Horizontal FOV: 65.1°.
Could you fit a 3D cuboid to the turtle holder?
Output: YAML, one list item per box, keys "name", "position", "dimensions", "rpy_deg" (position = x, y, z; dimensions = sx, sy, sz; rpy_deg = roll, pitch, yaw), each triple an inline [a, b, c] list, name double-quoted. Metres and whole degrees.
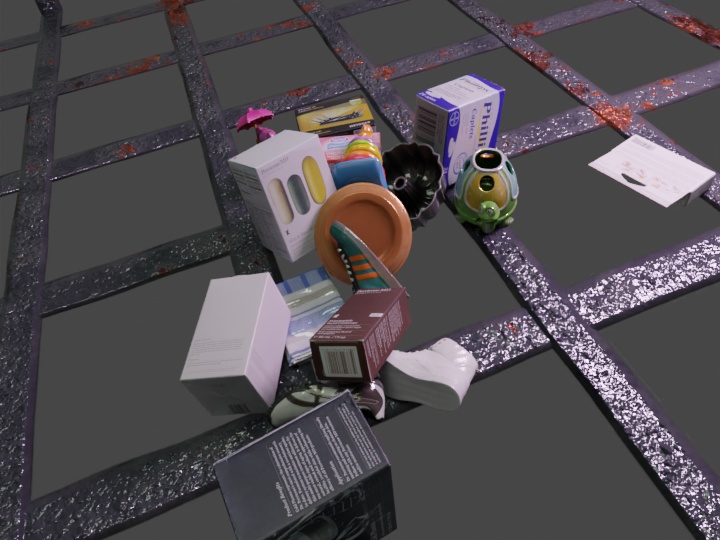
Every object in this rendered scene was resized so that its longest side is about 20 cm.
- name: "turtle holder"
  position: [0.255, -0.166, 1.176]
  dimensions: [0.138, 0.134, 0.186]
  rpy_deg: [24, 53, 27]

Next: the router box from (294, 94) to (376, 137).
- name: "router box"
  position: [-0.067, -0.385, 1.486]
  dimensions: [0.194, 0.053, 0.160]
  rpy_deg: [-14, 46, -5]

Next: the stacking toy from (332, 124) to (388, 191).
- name: "stacking toy"
  position: [0.005, -0.242, 1.195]
  dimensions: [0.106, 0.117, 0.204]
  rpy_deg: [-6, 50, 14]

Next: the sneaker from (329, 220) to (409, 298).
- name: "sneaker"
  position: [0.000, 0.000, 1.047]
  dimensions: [0.080, 0.071, 0.201]
  rpy_deg: [-42, 86, 3]

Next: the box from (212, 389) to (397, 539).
- name: "box"
  position: [-0.063, 0.297, 0.736]
  dimensions: [0.192, 0.203, 0.125]
  rpy_deg: [-24, 48, -15]

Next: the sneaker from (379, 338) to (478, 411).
- name: "sneaker"
  position: [0.097, 0.159, 0.946]
  dimensions: [0.195, 0.076, 0.115]
  rpy_deg: [15, 34, 29]

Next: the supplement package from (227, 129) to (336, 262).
- name: "supplement package"
  position: [-0.146, -0.156, 1.152]
  dimensions: [0.150, 0.204, 0.149]
  rpy_deg: [-32, 30, -22]

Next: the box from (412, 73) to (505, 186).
- name: "box"
  position: [0.215, -0.313, 1.266]
  dimensions: [0.197, 0.188, 0.104]
  rpy_deg: [-29, 47, -33]

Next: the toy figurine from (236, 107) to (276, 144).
- name: "toy figurine"
  position: [-0.222, -0.279, 1.317]
  dimensions: [0.148, 0.187, 0.199]
  rpy_deg: [-32, 51, -22]

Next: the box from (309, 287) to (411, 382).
- name: "box"
  position: [0.006, 0.100, 0.927]
  dimensions: [0.097, 0.077, 0.200]
  rpy_deg: [-4, 18, 25]

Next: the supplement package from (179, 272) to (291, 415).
- name: "supplement package"
  position: [-0.204, 0.124, 0.960]
  dimensions: [0.117, 0.121, 0.204]
  rpy_deg: [-6, 49, 15]

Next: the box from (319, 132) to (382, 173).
- name: "box"
  position: [-0.045, -0.247, 1.318]
  dimensions: [0.193, 0.104, 0.096]
  rpy_deg: [-5, 45, 5]

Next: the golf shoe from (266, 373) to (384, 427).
- name: "golf shoe"
  position: [-0.054, 0.224, 0.892]
  dimensions: [0.195, 0.078, 0.097]
  rpy_deg: [-20, 58, 3]

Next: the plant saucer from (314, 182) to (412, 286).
- name: "plant saucer"
  position: [0.005, -0.070, 1.100]
  dimensions: [0.193, 0.037, 0.207]
  rpy_deg: [0, 89, 0]

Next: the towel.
- name: "towel"
  position: [-0.098, 0.080, 1.072]
  dimensions: [0.143, 0.024, 0.202]
  rpy_deg: [-21, 47, -12]

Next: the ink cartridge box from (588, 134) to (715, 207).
- name: "ink cartridge box"
  position: [0.622, -0.204, 1.220]
  dimensions: [0.173, 0.045, 0.200]
  rpy_deg: [-29, 49, -20]

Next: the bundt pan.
- name: "bundt pan"
  position: [0.099, -0.168, 1.203]
  dimensions: [0.197, 0.076, 0.208]
  rpy_deg: [-15, 61, 27]
